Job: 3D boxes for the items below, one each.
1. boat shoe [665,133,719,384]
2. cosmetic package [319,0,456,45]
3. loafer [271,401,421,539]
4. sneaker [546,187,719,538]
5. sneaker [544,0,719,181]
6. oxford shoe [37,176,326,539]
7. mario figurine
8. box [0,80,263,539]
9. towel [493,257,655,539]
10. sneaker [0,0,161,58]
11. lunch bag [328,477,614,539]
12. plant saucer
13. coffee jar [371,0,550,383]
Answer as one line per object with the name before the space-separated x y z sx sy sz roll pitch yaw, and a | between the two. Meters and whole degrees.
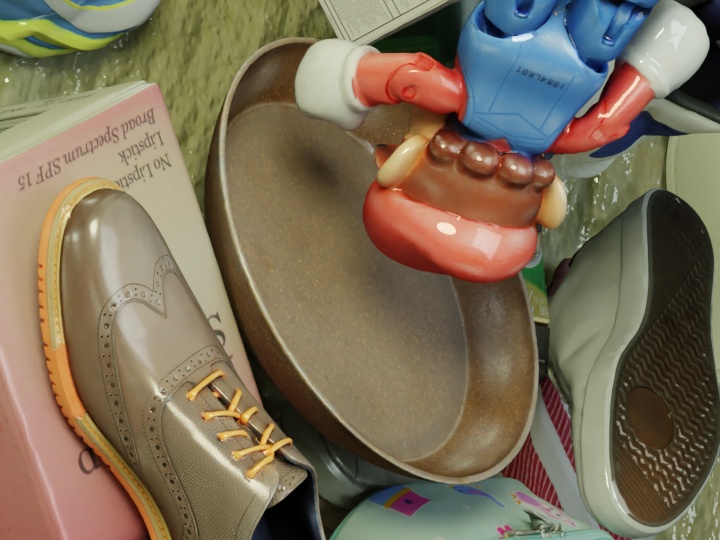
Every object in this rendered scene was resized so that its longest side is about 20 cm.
boat shoe | 0.208 -0.031 1.485 0.060 0.072 0.202 17 79 -50
cosmetic package | 0.064 -0.155 1.182 0.200 0.082 0.051 -32 97 -53
loafer | -0.001 0.100 1.234 0.200 0.063 0.072 30 35 -60
sneaker | 0.120 0.056 1.280 0.073 0.085 0.200 38 40 -22
sneaker | 0.127 -0.082 1.203 0.199 0.115 0.081 20 69 -78
oxford shoe | -0.054 0.056 0.987 0.071 0.073 0.200 -41 116 -43
mario figurine | 0.056 -0.084 1.073 0.123 0.200 0.106 40 38 14
box | -0.122 0.044 1.049 0.128 0.109 0.201 -33 111 -46
towel | 0.109 0.104 1.349 0.144 0.023 0.200 63 29 -23
sneaker | -0.125 -0.127 1.067 0.200 0.105 0.076 -2 87 -50
lunch bag | 0.035 0.188 1.195 0.160 0.077 0.201 4 110 -50
plant saucer | 0.000 0.000 1.132 0.200 0.034 0.201 36 40 -37
coffee jar | 0.039 -0.036 1.266 0.104 0.085 0.201 10 77 -61
